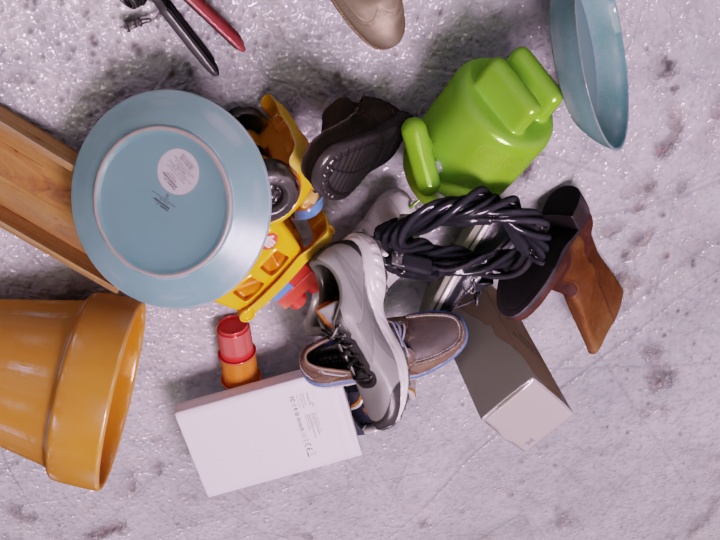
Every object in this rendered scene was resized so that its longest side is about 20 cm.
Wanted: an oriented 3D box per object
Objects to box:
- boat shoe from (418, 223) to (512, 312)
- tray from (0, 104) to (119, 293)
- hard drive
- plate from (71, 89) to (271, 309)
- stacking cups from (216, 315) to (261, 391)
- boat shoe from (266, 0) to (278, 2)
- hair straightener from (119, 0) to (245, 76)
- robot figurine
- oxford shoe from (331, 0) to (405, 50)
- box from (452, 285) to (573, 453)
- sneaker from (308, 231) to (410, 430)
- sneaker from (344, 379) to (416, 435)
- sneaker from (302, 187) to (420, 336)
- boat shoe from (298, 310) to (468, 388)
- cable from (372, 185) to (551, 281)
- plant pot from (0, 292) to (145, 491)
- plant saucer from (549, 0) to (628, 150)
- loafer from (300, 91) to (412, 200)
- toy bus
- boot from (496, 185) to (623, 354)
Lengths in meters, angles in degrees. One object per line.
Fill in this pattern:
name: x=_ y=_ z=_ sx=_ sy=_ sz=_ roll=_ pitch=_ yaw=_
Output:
boat shoe: x=0.126 y=0.006 z=1.119 sx=0.061 sy=0.075 sz=0.202 roll=28 pitch=110 yaw=-9
tray: x=-0.300 y=-0.072 z=0.924 sx=0.198 sy=0.037 sz=0.099 roll=31 pitch=112 yaw=-15
hard drive: x=-0.108 y=0.192 z=1.134 sx=0.196 sy=0.027 sz=0.134 roll=-15 pitch=119 yaw=0
plate: x=-0.179 y=-0.063 z=0.870 sx=0.196 sy=0.026 sz=0.205 roll=2 pitch=98 yaw=10
stacking cups: x=-0.142 y=0.144 z=1.156 sx=0.059 sy=0.061 sz=0.203 roll=-9 pitch=122 yaw=-11
boat shoe: x=-0.108 y=-0.337 z=0.823 sx=0.062 sy=0.072 sz=0.202 roll=-53 pitch=127 yaw=-31
hair straightener: x=-0.197 y=-0.247 z=0.860 sx=0.077 sy=0.041 sz=0.199 roll=-40 pitch=126 yaw=13
robot figurine: x=0.118 y=-0.134 z=0.969 sx=0.174 sy=0.116 sz=0.200 roll=-33 pitch=169 yaw=-40
oxford shoe: x=-0.004 y=-0.282 z=0.872 sx=0.070 sy=0.075 sz=0.201 roll=-28 pitch=128 yaw=3
box: x=0.165 y=0.106 z=1.124 sx=0.078 sy=0.201 sz=0.095 roll=-41 pitch=126 yaw=15
sneaker: x=-0.006 y=0.067 z=0.972 sx=0.078 sy=0.073 sz=0.204 roll=-15 pitch=91 yaw=-35
sneaker: x=-0.021 y=0.169 z=1.192 sx=0.198 sy=0.080 sz=0.079 roll=-29 pitch=129 yaw=7
sneaker: x=0.000 y=0.000 z=1.060 sx=0.099 sy=0.075 sz=0.202 roll=-7 pitch=132 yaw=-49
boat shoe: x=0.027 y=0.090 z=1.060 sx=0.196 sy=0.074 sz=0.072 roll=-17 pitch=166 yaw=-1
cable: x=0.117 y=-0.037 z=0.987 sx=0.197 sy=0.052 sz=0.163 roll=9 pitch=150 yaw=-27
plant pot: x=-0.338 y=0.112 z=0.993 sx=0.180 sy=0.202 sz=0.203 roll=13 pitch=122 yaw=-7
plant saucer: x=0.226 y=-0.217 z=0.937 sx=0.035 sy=0.202 sz=0.201 roll=-6 pitch=135 yaw=28
loafer: x=-0.015 y=-0.127 z=0.923 sx=0.071 sy=0.200 sz=0.074 roll=34 pitch=116 yaw=9
toy bus: x=-0.095 y=-0.047 z=0.980 sx=0.200 sy=0.137 sz=0.191 roll=-44 pitch=129 yaw=14
boot: x=0.245 y=0.032 z=1.141 sx=0.067 sy=0.190 sz=0.201 roll=3 pitch=141 yaw=36
